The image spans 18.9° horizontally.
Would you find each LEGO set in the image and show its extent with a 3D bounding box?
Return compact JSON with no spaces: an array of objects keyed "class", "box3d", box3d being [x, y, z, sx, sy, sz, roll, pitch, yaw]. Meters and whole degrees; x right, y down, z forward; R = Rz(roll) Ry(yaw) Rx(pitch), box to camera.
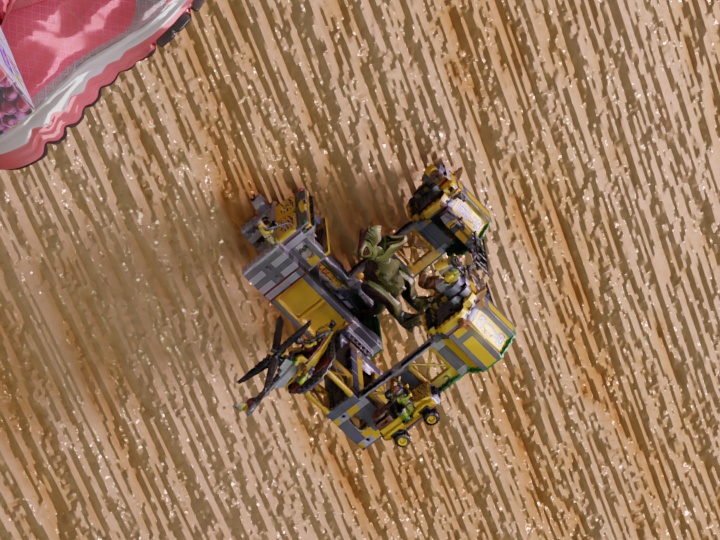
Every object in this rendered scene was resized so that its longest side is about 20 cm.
[{"class":"LEGO set","box3d":[0.000,0.000,1.263,0.153,0.201,0.116,-34,117,24]}]

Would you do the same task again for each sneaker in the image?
[{"class":"sneaker","box3d":[-0.158,-0.147,1.211,0.200,0.074,0.087,-44,115,6]}]

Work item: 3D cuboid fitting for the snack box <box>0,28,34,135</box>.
[{"class":"snack box","box3d":[-0.238,-0.086,1.033,0.142,0.200,0.053,-36,119,1]}]
